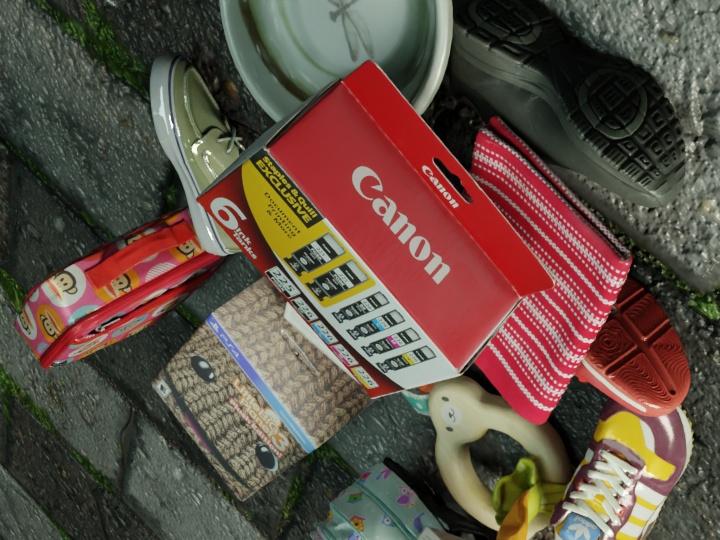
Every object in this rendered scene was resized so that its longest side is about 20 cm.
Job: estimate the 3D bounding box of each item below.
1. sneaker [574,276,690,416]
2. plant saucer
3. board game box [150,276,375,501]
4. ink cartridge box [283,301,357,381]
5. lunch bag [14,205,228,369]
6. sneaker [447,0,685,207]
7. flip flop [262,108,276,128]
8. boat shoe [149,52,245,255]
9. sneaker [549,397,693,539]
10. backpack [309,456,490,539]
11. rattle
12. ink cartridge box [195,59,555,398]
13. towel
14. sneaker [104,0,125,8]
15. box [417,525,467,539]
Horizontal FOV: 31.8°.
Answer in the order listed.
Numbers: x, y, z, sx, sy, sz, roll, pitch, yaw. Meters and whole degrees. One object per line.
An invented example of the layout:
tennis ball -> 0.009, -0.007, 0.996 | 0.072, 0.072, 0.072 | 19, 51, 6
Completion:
sneaker -> 0.156, 0.048, 0.948 | 0.200, 0.078, 0.116 | 51, 155, 26
plant saucer -> -0.011, -0.187, 0.888 | 0.199, 0.050, 0.201 | 16, 118, 33
board game box -> -0.098, 0.116, 1.254 | 0.160, 0.097, 0.200 | 51, 144, 4
ink cartridge box -> 0.000, 0.000, 1.090 | 0.109, 0.050, 0.201 | 39, 141, 20
lunch bag -> -0.226, 0.008, 1.227 | 0.082, 0.200, 0.176 | 57, 145, 4
sneaker -> 0.134, -0.105, 0.846 | 0.200, 0.076, 0.091 | 47, 151, 26
flip flop -> -0.020, -0.176, 0.971 | 0.081, 0.057, 0.201 | 30, 122, 24
boat shoe -> -0.133, -0.107, 1.153 | 0.062, 0.072, 0.201 | -4, 122, 22
sneaker -> 0.195, 0.172, 0.973 | 0.075, 0.090, 0.201 | 31, 138, 29
backpack -> 0.037, 0.260, 1.147 | 0.167, 0.127, 0.200 | 36, 163, 26
rattle -> 0.073, 0.158, 1.059 | 0.200, 0.143, 0.130 | 47, 147, 6
ink cartridge box -> 0.007, -0.021, 0.866 | 0.200, 0.084, 0.175 | 48, 152, -9
towel -> 0.108, 0.007, 0.886 | 0.145, 0.022, 0.200 | 49, 148, 24
sneaker -> -0.138, -0.248, 0.909 | 0.078, 0.140, 0.200 | 41, 172, 7
box -> 0.109, 0.263, 1.083 | 0.041, 0.039, 0.200 | 37, -176, 40
